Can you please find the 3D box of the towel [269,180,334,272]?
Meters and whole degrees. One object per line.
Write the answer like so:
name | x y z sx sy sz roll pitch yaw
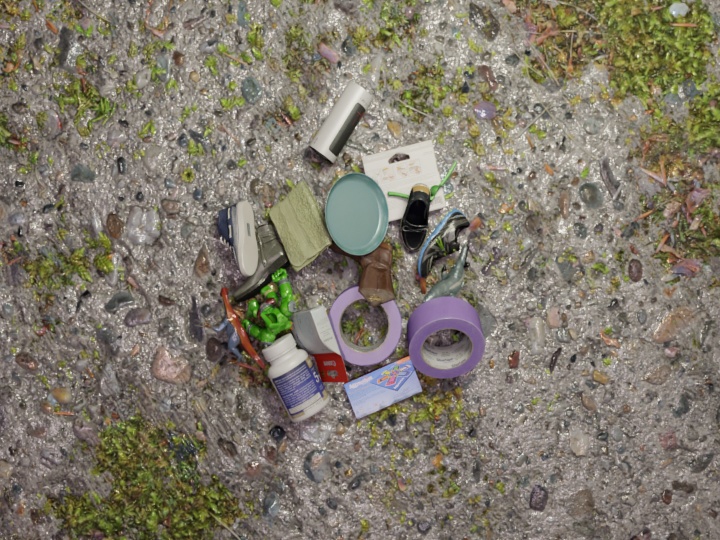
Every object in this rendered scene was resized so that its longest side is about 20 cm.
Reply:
towel | -0.154 -0.115 1.580 0.147 0.036 0.203 -37 65 23

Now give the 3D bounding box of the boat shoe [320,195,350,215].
boat shoe | -0.095 -0.131 1.617 0.070 0.070 0.201 31 113 -17

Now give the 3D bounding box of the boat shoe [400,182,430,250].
boat shoe | 0.141 -0.125 1.575 0.072 0.063 0.204 9 133 2

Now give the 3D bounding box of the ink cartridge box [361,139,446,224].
ink cartridge box | 0.113 -0.231 1.623 0.194 0.045 0.182 -13 93 0

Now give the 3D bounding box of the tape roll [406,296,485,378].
tape roll | 0.216 0.173 1.573 0.193 0.086 0.205 -1 124 -1

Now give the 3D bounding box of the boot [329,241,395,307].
boot | 0.000 0.000 1.562 0.180 0.203 0.065 6 135 -1

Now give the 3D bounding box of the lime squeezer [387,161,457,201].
lime squeezer | 0.173 -0.210 1.592 0.195 0.038 0.072 -25 64 2

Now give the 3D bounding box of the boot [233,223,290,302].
boot | -0.283 -0.021 1.634 0.199 0.068 0.132 -40 80 2

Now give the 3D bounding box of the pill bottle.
pill bottle | -0.173 0.276 1.603 0.117 0.120 0.204 -27 95 1

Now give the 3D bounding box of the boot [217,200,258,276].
boot | -0.322 -0.074 1.597 0.088 0.072 0.206 -15 67 24

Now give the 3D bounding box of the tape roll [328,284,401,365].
tape roll | 0.010 0.140 1.612 0.193 0.085 0.207 0 92 0

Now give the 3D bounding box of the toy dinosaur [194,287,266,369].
toy dinosaur | -0.322 0.140 1.601 0.194 0.105 0.187 8 109 7

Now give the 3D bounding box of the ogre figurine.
ogre figurine | -0.233 0.110 1.593 0.199 0.098 0.120 -41 56 1

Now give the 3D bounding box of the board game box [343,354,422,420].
board game box | 0.060 0.315 1.658 0.195 0.019 0.106 -23 93 1

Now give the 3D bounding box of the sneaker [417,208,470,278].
sneaker | 0.216 -0.065 1.612 0.082 0.071 0.202 35 89 15

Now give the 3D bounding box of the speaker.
speaker | -0.050 -0.386 1.601 0.080 0.081 0.203 33 91 -1

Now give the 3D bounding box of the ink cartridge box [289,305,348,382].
ink cartridge box | -0.113 0.199 1.585 0.046 0.159 0.206 -18 91 -31

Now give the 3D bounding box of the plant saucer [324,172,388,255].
plant saucer | -0.012 -0.142 1.551 0.195 0.027 0.207 0 90 -35

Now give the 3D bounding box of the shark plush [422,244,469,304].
shark plush | 0.237 0.023 1.604 0.083 0.091 0.202 40 86 -30
